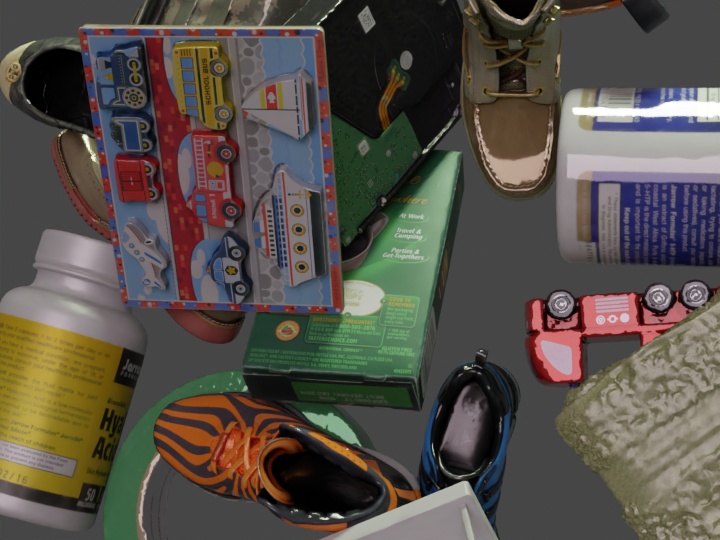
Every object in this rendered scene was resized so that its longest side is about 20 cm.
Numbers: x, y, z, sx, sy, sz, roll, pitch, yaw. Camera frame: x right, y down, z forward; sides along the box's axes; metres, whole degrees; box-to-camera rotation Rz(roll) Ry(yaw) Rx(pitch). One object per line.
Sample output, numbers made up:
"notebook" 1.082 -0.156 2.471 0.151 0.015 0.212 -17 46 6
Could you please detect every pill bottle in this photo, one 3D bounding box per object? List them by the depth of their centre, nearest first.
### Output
"pill bottle" 0.235 -0.061 0.981 0.200 0.120 0.120 2 80 13
"pill bottle" -0.217 0.077 1.059 0.111 0.111 0.200 13 83 15

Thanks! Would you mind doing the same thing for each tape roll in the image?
"tape roll" -0.080 0.172 1.044 0.200 0.048 0.201 -2 79 11

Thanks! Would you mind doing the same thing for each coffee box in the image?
"coffee box" 0.000 0.000 1.020 0.123 0.044 0.200 2 54 12

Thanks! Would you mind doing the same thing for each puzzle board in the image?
"puzzle board" -0.091 -0.058 0.927 0.150 0.017 0.200 2 122 9

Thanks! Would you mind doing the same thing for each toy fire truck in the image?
"toy fire truck" 0.212 0.080 0.996 0.200 0.049 0.141 -5 80 13

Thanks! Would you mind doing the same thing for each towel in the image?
"towel" 0.239 0.092 0.940 0.200 0.036 0.148 -37 79 12

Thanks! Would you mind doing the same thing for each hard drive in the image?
"hard drive" 0.002 -0.125 0.999 0.038 0.140 0.200 6 46 42

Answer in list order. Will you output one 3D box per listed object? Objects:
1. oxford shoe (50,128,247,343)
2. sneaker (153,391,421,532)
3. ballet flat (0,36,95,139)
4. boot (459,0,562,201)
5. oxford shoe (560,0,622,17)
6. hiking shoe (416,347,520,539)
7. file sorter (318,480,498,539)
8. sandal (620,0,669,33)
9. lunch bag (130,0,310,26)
"oxford shoe" -0.137 -0.043 1.034 0.200 0.070 0.075 45 120 14
"sneaker" -0.061 0.119 0.962 0.200 0.112 0.078 13 80 22
"ballet flat" -0.191 -0.124 1.008 0.200 0.057 0.067 20 100 42
"boot" 0.100 -0.146 0.969 0.072 0.155 0.200 -2 92 4
"oxford shoe" 0.204 -0.246 1.043 0.200 0.073 0.071 -28 76 15
"hiking shoe" 0.060 0.154 0.995 0.074 0.087 0.200 5 80 13
"file sorter" 0.047 0.261 0.905 0.139 0.200 0.125 -23 33 8
"sandal" 0.139 -0.241 1.005 0.043 0.076 0.200 -35 66 18
"lunch bag" -0.107 -0.153 1.066 0.200 0.118 0.164 18 84 46
